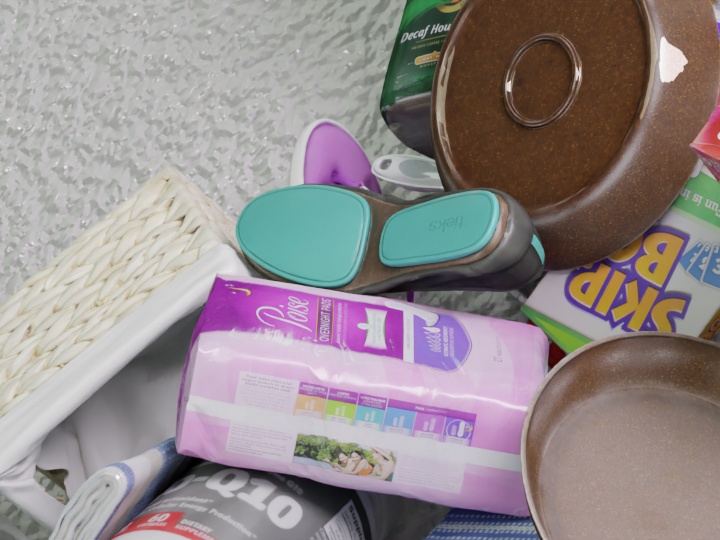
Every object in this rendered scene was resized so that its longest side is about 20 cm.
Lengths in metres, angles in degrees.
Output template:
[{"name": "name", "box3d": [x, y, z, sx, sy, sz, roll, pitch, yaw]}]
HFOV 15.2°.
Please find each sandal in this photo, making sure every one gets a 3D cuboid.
[{"name": "sandal", "box3d": [0.005, 0.002, 1.590, 0.050, 0.082, 0.204, -23, 62, 35]}]

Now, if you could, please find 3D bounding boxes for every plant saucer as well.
[{"name": "plant saucer", "box3d": [0.167, 0.121, 1.350, 0.032, 0.199, 0.201, 122, 150, -48]}, {"name": "plant saucer", "box3d": [0.108, -0.101, 1.489, 0.200, 0.034, 0.201, -12, 72, 41]}]

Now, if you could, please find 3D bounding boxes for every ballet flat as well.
[{"name": "ballet flat", "box3d": [0.019, -0.008, 1.499, 0.199, 0.068, 0.068, 4, 68, 42]}]

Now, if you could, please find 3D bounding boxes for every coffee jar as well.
[{"name": "coffee jar", "box3d": [0.077, -0.171, 1.645, 0.104, 0.085, 0.201, -8, 57, 31]}]

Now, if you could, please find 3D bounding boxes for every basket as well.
[{"name": "basket", "box3d": [-0.133, 0.054, 1.617, 0.200, 0.136, 0.124, -40, 45, 8]}]

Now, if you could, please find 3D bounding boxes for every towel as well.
[{"name": "towel", "box3d": [-0.136, 0.144, 1.462, 0.024, 0.200, 0.147, 37, 106, 8]}, {"name": "towel", "box3d": [0.089, 0.146, 1.398, 0.144, 0.024, 0.200, -6, 27, 43]}]

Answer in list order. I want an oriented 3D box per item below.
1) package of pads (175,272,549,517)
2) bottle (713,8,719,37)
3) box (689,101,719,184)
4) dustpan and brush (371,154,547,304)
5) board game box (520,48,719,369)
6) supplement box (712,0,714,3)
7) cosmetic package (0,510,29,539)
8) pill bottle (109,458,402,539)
[{"name": "package of pads", "box3d": [0.004, 0.064, 1.441, 0.121, 0.199, 0.076, -87, 8, -70]}, {"name": "bottle", "box3d": [0.215, -0.105, 1.503, 0.200, 0.083, 0.066, 26, 93, 36]}, {"name": "box", "box3d": [0.261, -0.037, 1.346, 0.095, 0.200, 0.100, 31, 82, 42]}, {"name": "dustpan and brush", "box3d": [0.095, -0.039, 1.563, 0.199, 0.057, 0.140, 10, 68, 39]}, {"name": "board game box", "box3d": [0.169, -0.012, 1.463, 0.096, 0.030, 0.200, 43, 112, 26]}, {"name": "supplement box", "box3d": [0.133, -0.288, 1.581, 0.199, 0.133, 0.198, 10, 60, -6]}, {"name": "cosmetic package", "box3d": [-0.269, 0.168, 1.698, 0.083, 0.051, 0.200, -51, 46, -1]}, {"name": "pill bottle", "box3d": [-0.060, 0.153, 1.452, 0.113, 0.114, 0.200, -12, 15, 29]}]
